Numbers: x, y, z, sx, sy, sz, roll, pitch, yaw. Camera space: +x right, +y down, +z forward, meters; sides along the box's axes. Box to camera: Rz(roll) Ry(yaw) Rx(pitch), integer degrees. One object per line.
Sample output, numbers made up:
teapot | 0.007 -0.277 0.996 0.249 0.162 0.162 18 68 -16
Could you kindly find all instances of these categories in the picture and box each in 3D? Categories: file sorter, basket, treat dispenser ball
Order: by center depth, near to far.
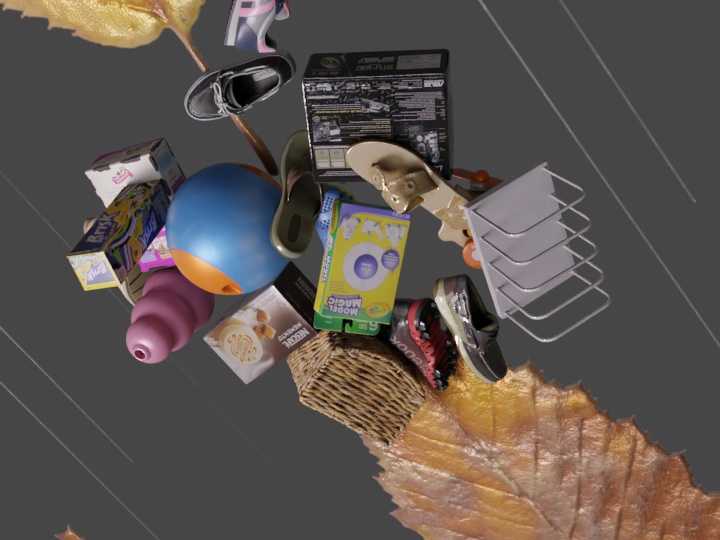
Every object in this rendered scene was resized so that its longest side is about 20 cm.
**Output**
file sorter | 0.255 -0.021 1.479 0.138 0.125 0.201 -30 124 -12
treat dispenser ball | -0.197 -0.063 1.613 0.199 0.201 0.202 10 127 13
basket | -0.003 0.170 1.762 0.199 0.149 0.143 30 102 -22

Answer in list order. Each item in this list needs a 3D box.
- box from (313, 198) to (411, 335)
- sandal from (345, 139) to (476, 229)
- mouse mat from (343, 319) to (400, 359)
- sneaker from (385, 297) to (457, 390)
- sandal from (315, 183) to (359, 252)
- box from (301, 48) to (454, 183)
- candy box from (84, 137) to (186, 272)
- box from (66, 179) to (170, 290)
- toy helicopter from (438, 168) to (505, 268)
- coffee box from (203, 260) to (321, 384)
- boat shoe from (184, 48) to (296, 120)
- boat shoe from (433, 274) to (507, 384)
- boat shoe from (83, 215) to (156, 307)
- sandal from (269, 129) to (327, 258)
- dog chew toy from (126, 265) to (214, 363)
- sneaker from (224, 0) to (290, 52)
box | 0.000 0.000 1.601 0.116 0.048 0.202 7 102 -20
sandal | 0.074 -0.104 1.451 0.211 0.070 0.078 27 131 -17
mouse mat | -0.013 0.131 1.810 0.160 0.008 0.201 -12 119 27
sneaker | 0.096 0.116 1.721 0.097 0.071 0.201 12 142 34
sandal | -0.027 -0.041 1.641 0.079 0.087 0.201 -12 118 29
box | 0.029 -0.214 1.476 0.198 0.086 0.165 -1 124 9
candy box | -0.338 -0.104 1.724 0.135 0.061 0.201 -10 121 26
box | -0.359 -0.055 1.599 0.070 0.200 0.065 -7 122 23
toy helicopter | 0.137 -0.104 1.540 0.199 0.079 0.133 28 123 -1
coffee box | -0.155 0.090 1.780 0.200 0.080 0.114 -35 103 36
boat shoe | -0.185 -0.260 1.551 0.198 0.068 0.074 -12 119 27
boat shoe | 0.185 0.093 1.668 0.066 0.072 0.202 -18 112 35
boat shoe | -0.406 -0.015 1.815 0.068 0.075 0.201 19 142 41
sandal | -0.080 -0.114 1.549 0.079 0.202 0.057 17 155 -23
dog chew toy | -0.323 0.078 1.760 0.124 0.200 0.125 10 128 13
sneaker | -0.127 -0.389 1.449 0.081 0.070 0.201 15 133 -12
